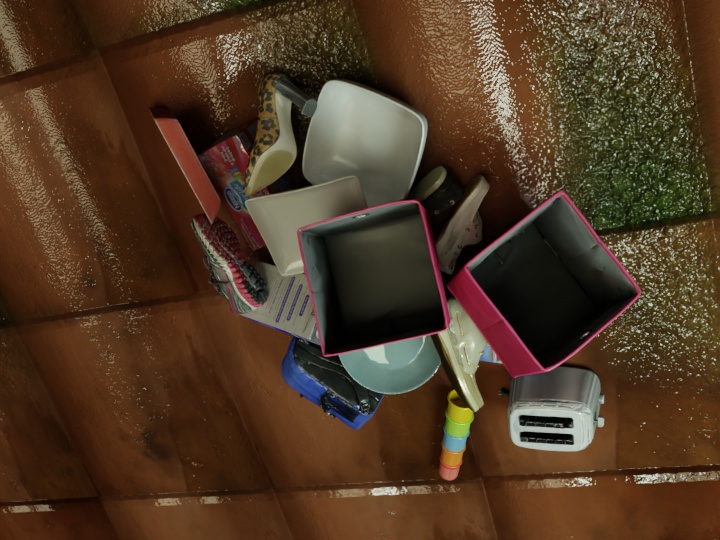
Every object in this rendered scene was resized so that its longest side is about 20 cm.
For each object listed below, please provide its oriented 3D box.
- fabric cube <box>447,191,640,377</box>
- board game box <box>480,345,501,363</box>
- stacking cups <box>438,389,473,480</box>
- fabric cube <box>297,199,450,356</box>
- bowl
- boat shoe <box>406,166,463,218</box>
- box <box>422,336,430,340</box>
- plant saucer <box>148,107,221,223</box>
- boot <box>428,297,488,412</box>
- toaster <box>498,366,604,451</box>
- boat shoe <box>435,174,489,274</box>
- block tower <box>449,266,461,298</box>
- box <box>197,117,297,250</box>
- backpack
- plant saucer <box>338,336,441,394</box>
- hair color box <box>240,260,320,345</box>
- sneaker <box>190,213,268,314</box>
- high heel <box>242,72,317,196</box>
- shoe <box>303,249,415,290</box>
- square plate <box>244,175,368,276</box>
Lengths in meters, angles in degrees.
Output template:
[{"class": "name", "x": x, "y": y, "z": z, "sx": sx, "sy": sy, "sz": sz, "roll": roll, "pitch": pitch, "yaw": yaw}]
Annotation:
[{"class": "fabric cube", "x": 0.278, "y": 0.031, "z": 1.324, "sx": 0.195, "sy": 0.199, "sz": 0.201, "roll": -36, "pitch": 83, "yaw": -8}, {"class": "board game box", "x": 0.284, "y": 0.079, "z": 1.514, "sx": 0.133, "sy": 0.035, "sz": 0.203, "roll": 8, "pitch": 119, "yaw": 13}, {"class": "stacking cups", "x": 0.192, "y": 0.329, "z": 1.669, "sx": 0.059, "sy": 0.061, "sz": 0.203, "roll": 11, "pitch": 123, "yaw": 12}, {"class": "fabric cube", "x": 0.030, "y": 0.011, "z": 1.324, "sx": 0.193, "sy": 0.199, "sz": 0.204, "roll": -13, "pitch": 88, "yaw": 9}, {"class": "bowl", "x": 0.013, "y": -0.212, "z": 1.420, "sx": 0.197, "sy": 0.075, "sz": 0.202, "roll": 25, "pitch": 120, "yaw": 10}, {"class": "boat shoe", "x": 0.091, "y": -0.102, "z": 1.459, "sx": 0.063, "sy": 0.074, "sz": 0.200, "roll": 39, "pitch": 129, "yaw": -23}, {"class": "box", "x": 0.064, "y": 0.081, "z": 1.562, "sx": 0.198, "sy": 0.082, "sz": 0.069, "roll": 32, "pitch": 122, "yaw": 1}, {"class": "plant saucer", "x": -0.306, "y": -0.197, "z": 1.488, "sx": 0.036, "sy": 0.200, "sz": 0.202, "roll": -29, "pitch": 112, "yaw": -7}, {"class": "boot", "x": 0.211, "y": 0.126, "z": 1.455, "sx": 0.153, "sy": 0.072, "sz": 0.203, "roll": -24, "pitch": 95, "yaw": -11}, {"class": "toaster", "x": 0.341, "y": 0.249, "z": 1.531, "sx": 0.196, "sy": 0.130, "sz": 0.115, "roll": 2, "pitch": 117, "yaw": 17}, {"class": "boat shoe", "x": 0.181, "y": -0.075, "z": 1.451, "sx": 0.069, "sy": 0.071, "sz": 0.201, "roll": 28, "pitch": 130, "yaw": 0}, {"class": "block tower", "x": 0.190, "y": 0.098, "z": 1.544, "sx": 0.053, "sy": 0.058, "sz": 0.203, "roll": 6, "pitch": 120, "yaw": 15}, {"class": "box", "x": -0.188, "y": -0.154, "z": 1.508, "sx": 0.094, "sy": 0.100, "sz": 0.202, "roll": -21, "pitch": 109, "yaw": 26}, {"class": "backpack", "x": -0.053, "y": 0.193, "z": 1.612, "sx": 0.198, "sy": 0.164, "sz": 0.168, "roll": 33, "pitch": 142, "yaw": -3}, {"class": "plant saucer", "x": 0.055, "y": 0.116, "z": 1.497, "sx": 0.197, "sy": 0.039, "sz": 0.205, "roll": 0, "pitch": 94, "yaw": 2}, {"class": "hair color box", "x": -0.127, "y": 0.060, "z": 1.551, "sx": 0.198, "sy": 0.111, "sz": 0.065, "roll": 15, "pitch": 170, "yaw": 40}, {"class": "sneaker", "x": -0.251, "y": -0.010, "z": 1.525, "sx": 0.074, "sy": 0.081, "sz": 0.202, "roll": -26, "pitch": 98, "yaw": 29}, {"class": "high heel", "x": -0.165, "y": -0.234, "z": 1.432, "sx": 0.142, "sy": 0.071, "sz": 0.201, "roll": 42, "pitch": 101, "yaw": 38}, {"class": "shoe", "x": 0.000, "y": 0.000, "z": 1.457, "sx": 0.196, "sy": 0.053, "sz": 0.071, "roll": 2, "pitch": 91, "yaw": 7}, {"class": "square plate", "x": -0.074, "y": -0.078, "z": 1.443, "sx": 0.195, "sy": 0.029, "sz": 0.201, "roll": -11, "pitch": 138, "yaw": 10}]
